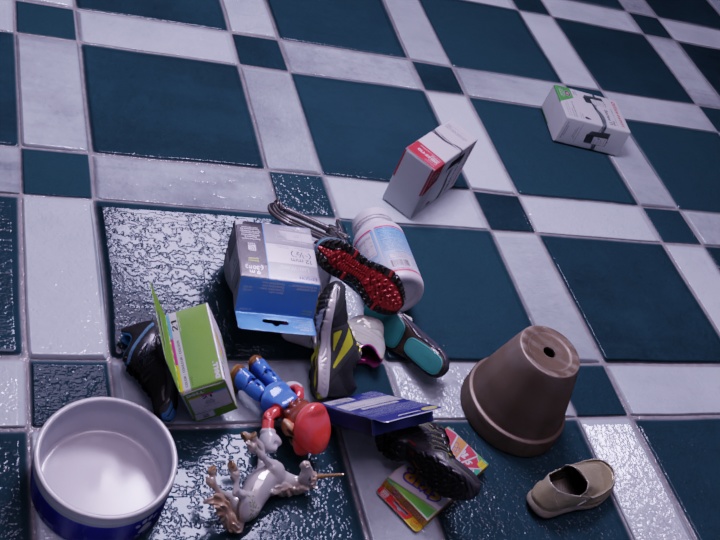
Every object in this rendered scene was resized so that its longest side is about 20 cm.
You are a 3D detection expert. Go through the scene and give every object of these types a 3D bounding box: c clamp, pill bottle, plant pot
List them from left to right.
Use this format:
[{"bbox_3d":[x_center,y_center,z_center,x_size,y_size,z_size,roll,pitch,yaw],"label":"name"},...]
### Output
[{"bbox_3d":[-0.100,-0.089,1.881,0.198,0.027,0.171,22,17,-29],"label":"c clamp"},{"bbox_3d":[0.046,-0.024,1.885,0.107,0.109,0.202,3,45,-24],"label":"pill bottle"},{"bbox_3d":[0.300,0.199,1.734,0.197,0.175,0.202,14,43,-13],"label":"plant pot"}]

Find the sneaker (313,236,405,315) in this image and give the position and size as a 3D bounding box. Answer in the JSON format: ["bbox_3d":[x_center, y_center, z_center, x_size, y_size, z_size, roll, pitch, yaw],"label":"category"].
[{"bbox_3d":[0.000,0.000,1.755,0.199,0.080,0.096,40,2,-18],"label":"sneaker"}]

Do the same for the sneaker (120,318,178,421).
[{"bbox_3d":[-0.333,0.161,1.540,0.081,0.074,0.201,-6,41,-15],"label":"sneaker"}]

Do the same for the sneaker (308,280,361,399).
[{"bbox_3d":[-0.038,0.120,1.662,0.083,0.204,0.074,7,-1,-20],"label":"sneaker"}]

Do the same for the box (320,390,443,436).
[{"bbox_3d":[0.031,0.231,1.573,0.120,0.199,0.033,-8,94,-32],"label":"box"}]

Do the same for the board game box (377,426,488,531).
[{"bbox_3d":[0.120,0.341,1.607,0.095,0.030,0.199,42,45,18],"label":"board game box"}]

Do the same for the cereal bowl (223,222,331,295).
[{"bbox_3d":[-0.156,0.012,1.764,0.197,0.084,0.202,14,42,-13],"label":"cereal bowl"}]

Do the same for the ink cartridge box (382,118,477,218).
[{"bbox_3d":[0.153,-0.224,2.121,0.083,0.145,0.200,38,42,13],"label":"ink cartridge box"}]

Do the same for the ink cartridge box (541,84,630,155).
[{"bbox_3d":[0.594,-0.396,2.574,0.197,0.084,0.148,10,43,-19],"label":"ink cartridge box"}]

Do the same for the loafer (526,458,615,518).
[{"bbox_3d":[0.374,0.368,1.674,0.198,0.069,0.076,-13,53,-36],"label":"loafer"}]

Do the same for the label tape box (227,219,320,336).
[{"bbox_3d":[-0.145,0.011,1.659,0.141,0.067,0.202,7,43,-21],"label":"label tape box"}]

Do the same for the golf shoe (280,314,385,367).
[{"bbox_3d":[-0.043,0.123,1.716,0.197,0.076,0.092,5,48,-21],"label":"golf shoe"}]

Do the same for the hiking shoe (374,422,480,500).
[{"bbox_3d":[0.123,0.289,1.576,0.199,0.077,0.100,31,42,28],"label":"hiking shoe"}]

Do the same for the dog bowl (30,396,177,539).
[{"bbox_3d":[-0.362,0.282,1.379,0.197,0.079,0.202,14,42,-13],"label":"dog bowl"}]

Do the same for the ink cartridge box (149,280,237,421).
[{"bbox_3d":[-0.255,0.118,1.497,0.075,0.201,0.149,-15,56,-5],"label":"ink cartridge box"}]

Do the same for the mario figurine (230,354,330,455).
[{"bbox_3d":[-0.130,0.233,1.573,0.199,0.106,0.124,38,77,29],"label":"mario figurine"}]

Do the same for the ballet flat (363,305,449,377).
[{"bbox_3d":[0.088,0.126,1.791,0.199,0.074,0.073,39,42,24],"label":"ballet flat"}]

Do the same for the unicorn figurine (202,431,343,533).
[{"bbox_3d":[-0.145,0.312,1.459,0.199,0.074,0.138,-39,108,-26],"label":"unicorn figurine"}]
